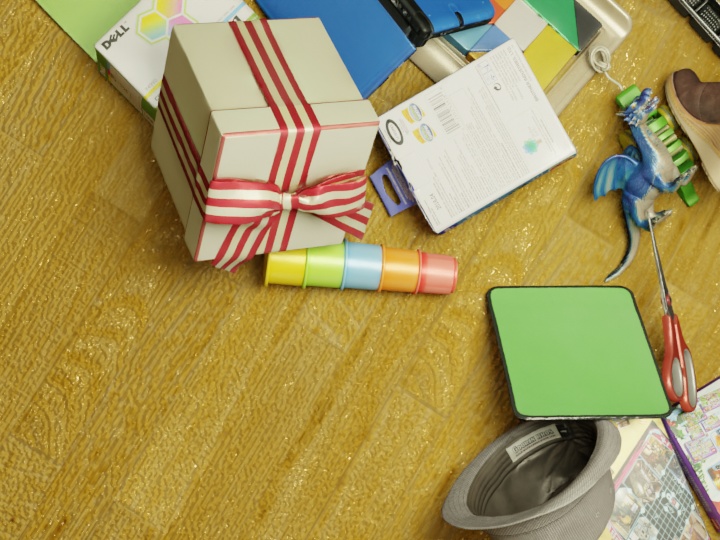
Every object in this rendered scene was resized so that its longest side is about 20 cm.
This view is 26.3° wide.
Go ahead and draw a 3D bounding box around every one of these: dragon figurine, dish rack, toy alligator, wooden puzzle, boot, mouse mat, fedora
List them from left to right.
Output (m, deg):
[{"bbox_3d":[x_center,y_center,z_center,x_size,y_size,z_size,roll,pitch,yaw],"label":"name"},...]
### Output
[{"bbox_3d":[0.168,-0.255,1.648,0.185,0.037,0.200,42,79,1],"label":"wooden puzzle"},{"bbox_3d":[0.177,0.221,1.481,0.091,0.175,0.200,62,37,-18],"label":"fedora"},{"bbox_3d":[0.216,0.079,1.548,0.158,0.008,0.201,0,38,-6],"label":"mouse mat"},{"bbox_3d":[0.281,-0.092,1.601,0.099,0.201,0.059,37,38,18],"label":"dragon figurine"},{"bbox_3d":[0.303,-0.154,1.624,0.059,0.054,0.201,-34,95,-5],"label":"toy alligator"},{"bbox_3d":[0.422,-0.335,1.682,0.200,0.055,0.154,-42,88,-11],"label":"dish rack"},{"bbox_3d":[0.409,-0.177,1.578,0.166,0.201,0.072,-35,127,18],"label":"boot"}]

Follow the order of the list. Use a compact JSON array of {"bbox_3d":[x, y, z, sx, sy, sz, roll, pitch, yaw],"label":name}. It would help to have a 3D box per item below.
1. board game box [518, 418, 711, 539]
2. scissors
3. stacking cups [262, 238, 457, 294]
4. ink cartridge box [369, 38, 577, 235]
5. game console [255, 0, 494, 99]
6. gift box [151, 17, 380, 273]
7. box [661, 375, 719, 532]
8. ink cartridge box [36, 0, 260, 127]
[{"bbox_3d":[0.257,0.207,1.578,0.134,0.035,0.202,-21,84,-5],"label":"board game box"},{"bbox_3d":[0.315,0.043,1.572,0.014,0.073,0.203,-14,74,33],"label":"scissors"},{"bbox_3d":[0.000,0.000,1.577,0.197,0.061,0.061,8,80,-7],"label":"stacking cups"},{"bbox_3d":[0.104,-0.128,1.584,0.198,0.076,0.138,-29,86,4],"label":"ink cartridge box"},{"bbox_3d":[0.011,-0.287,1.624,0.169,0.119,0.201,-20,66,-40],"label":"game console"},{"bbox_3d":[-0.090,-0.112,1.494,0.182,0.201,0.188,-10,49,-21],"label":"gift box"},{"bbox_3d":[0.422,0.162,1.606,0.198,0.039,0.138,-29,84,-11],"label":"box"},{"bbox_3d":[-0.222,-0.267,1.585,0.200,0.076,0.148,45,79,1],"label":"ink cartridge box"}]
